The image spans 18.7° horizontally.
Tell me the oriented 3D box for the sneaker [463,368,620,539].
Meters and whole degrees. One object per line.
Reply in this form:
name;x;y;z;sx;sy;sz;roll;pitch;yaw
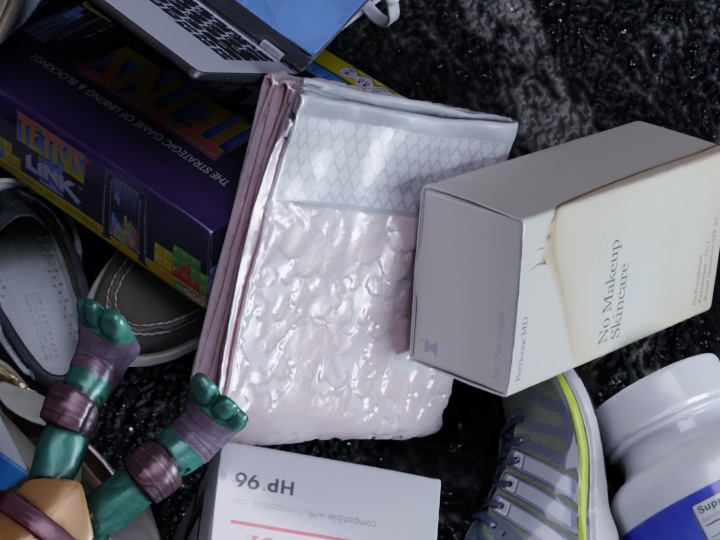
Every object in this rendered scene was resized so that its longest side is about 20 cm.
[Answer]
sneaker;0.094;0.127;1.211;0.080;0.074;0.202;-7;66;-12

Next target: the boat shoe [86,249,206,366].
boat shoe;-0.076;-0.019;1.209;0.072;0.060;0.201;46;48;5

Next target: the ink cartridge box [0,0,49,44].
ink cartridge box;-0.246;-0.197;1.197;0.164;0.200;0.076;23;105;-4

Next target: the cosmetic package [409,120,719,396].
cosmetic package;0.119;-0.011;1.211;0.073;0.105;0.199;20;27;36

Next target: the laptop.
laptop;-0.086;-0.194;1.107;0.187;0.200;0.116;37;105;14

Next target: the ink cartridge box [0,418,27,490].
ink cartridge box;-0.279;0.103;1.072;0.199;0.067;0.117;-35;63;2

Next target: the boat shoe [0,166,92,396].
boat shoe;-0.189;-0.017;1.204;0.075;0.060;0.201;-20;73;-21

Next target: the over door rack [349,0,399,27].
over door rack;-0.044;-0.229;1.332;0.147;0.067;0.200;-39;81;-26

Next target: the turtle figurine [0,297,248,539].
turtle figurine;-0.148;0.120;1.004;0.149;0.101;0.201;39;72;-9

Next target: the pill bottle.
pill bottle;0.206;0.153;1.204;0.111;0.112;0.201;-20;73;-21

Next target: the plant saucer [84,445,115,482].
plant saucer;-0.209;0.163;1.137;0.198;0.032;0.202;5;66;-12

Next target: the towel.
towel;0.000;0.000;1.154;0.199;0.032;0.193;4;104;-51

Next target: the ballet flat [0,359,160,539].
ballet flat;-0.145;0.117;1.088;0.069;0.070;0.200;-34;62;-25

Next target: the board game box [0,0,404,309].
board game box;-0.095;-0.082;1.191;0.199;0.057;0.165;32;45;28

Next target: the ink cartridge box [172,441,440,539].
ink cartridge box;-0.029;0.144;1.097;0.115;0.200;0.068;10;65;-10
